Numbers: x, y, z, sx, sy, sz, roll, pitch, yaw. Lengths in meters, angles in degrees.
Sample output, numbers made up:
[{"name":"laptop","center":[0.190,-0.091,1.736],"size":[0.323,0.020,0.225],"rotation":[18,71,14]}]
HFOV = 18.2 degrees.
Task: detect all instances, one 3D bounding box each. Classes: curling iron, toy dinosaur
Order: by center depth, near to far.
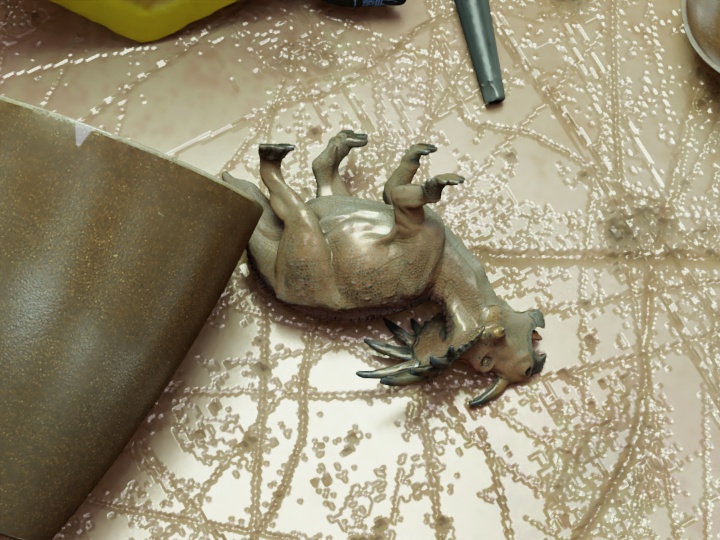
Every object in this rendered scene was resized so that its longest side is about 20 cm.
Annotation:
[{"name":"toy dinosaur","center":[0.000,0.000,1.225],"size":[0.199,0.086,0.137],"rotation":[11,105,19]},{"name":"curling iron","center":[0.060,-0.195,1.307],"size":[0.025,0.050,0.202],"rotation":[-2,81,-27]}]

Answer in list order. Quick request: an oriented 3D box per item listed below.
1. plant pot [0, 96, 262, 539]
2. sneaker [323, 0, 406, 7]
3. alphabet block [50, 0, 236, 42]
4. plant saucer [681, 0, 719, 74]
[{"name":"plant pot","center":[-0.170,0.031,1.157],"size":[0.186,0.187,0.201],"rotation":[18,84,5]},{"name":"sneaker","center":[0.008,-0.247,1.320],"size":[0.077,0.070,0.201],"rotation":[12,76,-1]},{"name":"alphabet block","center":[-0.115,-0.270,1.223],"size":[0.196,0.195,0.201],"rotation":[-23,69,27]},{"name":"plant saucer","center":[0.282,-0.155,1.271],"size":[0.199,0.035,0.201],"rotation":[-13,43,12]}]
